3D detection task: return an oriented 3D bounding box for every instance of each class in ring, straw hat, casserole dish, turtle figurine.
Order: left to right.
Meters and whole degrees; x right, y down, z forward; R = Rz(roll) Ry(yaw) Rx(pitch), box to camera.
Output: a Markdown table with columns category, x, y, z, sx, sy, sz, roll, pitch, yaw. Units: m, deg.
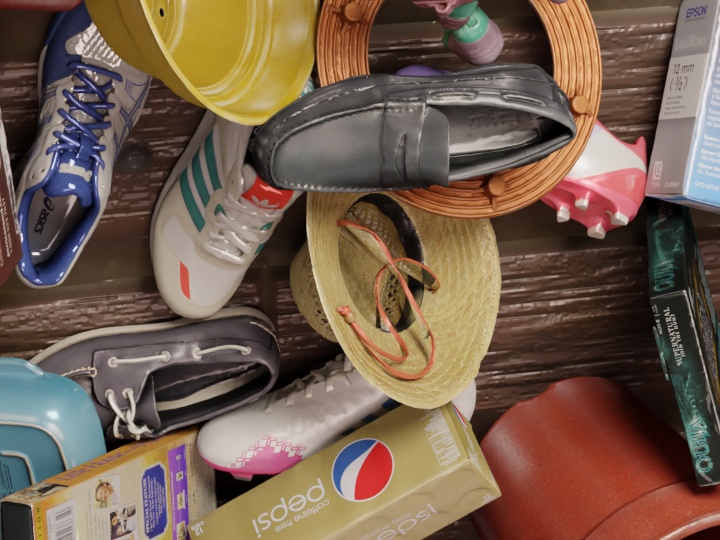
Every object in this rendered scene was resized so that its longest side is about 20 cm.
| category | x | y | z | sx | sy | sz | roll | pitch | yaw |
| --- | --- | --- | --- | --- | --- | --- | --- | --- | --- |
| casserole dish | -0.228 | 0.149 | 1.603 | 0.120 | 0.039 | 0.201 | 1 | 123 | 9 |
| straw hat | 0.000 | 0.000 | 1.580 | 0.085 | 0.202 | 0.201 | -19 | 127 | 41 |
| turtle figurine | 0.049 | -0.197 | 1.415 | 0.149 | 0.101 | 0.200 | -21 | 150 | 21 |
| ring | 0.067 | -0.133 | 1.528 | 0.199 | 0.019 | 0.201 | 2 | 83 | -20 |

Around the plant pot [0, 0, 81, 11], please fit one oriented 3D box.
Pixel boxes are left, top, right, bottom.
| category | x | y | z | sx | sy | sz | roll | pitch | yaw |
| --- | --- | --- | --- | --- | --- | --- | --- | --- | --- |
| plant pot | -0.249 | -0.233 | 1.370 | 0.194 | 0.201 | 0.202 | 5 | 114 | -24 |

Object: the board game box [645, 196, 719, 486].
| category | x | y | z | sx | sy | sz | roll | pitch | yaw |
| --- | --- | --- | --- | --- | --- | --- | --- | --- | --- |
| board game box | 0.218 | 0.038 | 1.591 | 0.028 | 0.200 | 0.136 | -13 | 109 | 12 |

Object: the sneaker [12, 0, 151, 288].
| category | x | y | z | sx | sy | sz | roll | pitch | yaw |
| --- | --- | --- | --- | --- | --- | --- | --- | --- | --- |
| sneaker | -0.173 | -0.081 | 1.510 | 0.075 | 0.088 | 0.201 | 11 | 110 | -17 |

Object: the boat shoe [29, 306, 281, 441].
| category | x | y | z | sx | sy | sz | roll | pitch | yaw |
| --- | --- | --- | --- | --- | --- | --- | --- | --- | --- |
| boat shoe | -0.148 | 0.079 | 1.604 | 0.199 | 0.063 | 0.073 | -16 | 120 | -5 |

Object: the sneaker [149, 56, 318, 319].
| category | x | y | z | sx | sy | sz | roll | pitch | yaw |
| --- | --- | --- | --- | --- | --- | --- | --- | --- | --- |
| sneaker | -0.080 | -0.049 | 1.544 | 0.070 | 0.093 | 0.200 | 18 | 109 | -21 |

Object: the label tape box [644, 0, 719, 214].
| category | x | y | z | sx | sy | sz | roll | pitch | yaw |
| --- | --- | --- | --- | --- | --- | --- | --- | --- | --- |
| label tape box | 0.282 | -0.131 | 1.604 | 0.143 | 0.066 | 0.201 | 12 | 85 | -19 |

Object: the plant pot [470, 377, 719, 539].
| category | x | y | z | sx | sy | sz | roll | pitch | yaw |
| --- | --- | --- | --- | --- | --- | --- | --- | --- | --- |
| plant pot | 0.178 | 0.186 | 1.637 | 0.200 | 0.195 | 0.201 | -15 | 129 | -20 |

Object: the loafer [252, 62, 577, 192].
| category | x | y | z | sx | sy | sz | roll | pitch | yaw |
| --- | --- | --- | --- | --- | --- | --- | --- | --- | --- |
| loafer | 0.035 | -0.082 | 1.454 | 0.200 | 0.070 | 0.068 | -11 | 122 | -16 |

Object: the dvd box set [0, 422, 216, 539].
| category | x | y | z | sx | sy | sz | roll | pitch | yaw |
| --- | --- | --- | --- | --- | --- | --- | --- | --- | --- |
| dvd box set | -0.161 | 0.194 | 1.584 | 0.029 | 0.200 | 0.147 | 5 | 105 | 31 |

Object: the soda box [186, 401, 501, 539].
| category | x | y | z | sx | sy | sz | roll | pitch | yaw |
| --- | --- | --- | --- | --- | --- | --- | --- | --- | --- |
| soda box | -0.011 | 0.161 | 1.614 | 0.199 | 0.064 | 0.068 | -29 | 145 | 9 |

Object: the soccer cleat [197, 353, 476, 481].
| category | x | y | z | sx | sy | sz | roll | pitch | yaw |
| --- | --- | --- | --- | --- | --- | --- | --- | --- | --- |
| soccer cleat | -0.016 | 0.085 | 1.637 | 0.199 | 0.070 | 0.087 | -8 | 125 | -19 |

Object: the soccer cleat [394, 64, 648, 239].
| category | x | y | z | sx | sy | sz | roll | pitch | yaw |
| --- | --- | --- | --- | --- | --- | --- | --- | --- | --- |
| soccer cleat | 0.106 | -0.093 | 1.592 | 0.199 | 0.077 | 0.067 | 27 | 150 | -19 |

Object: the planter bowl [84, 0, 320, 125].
| category | x | y | z | sx | sy | sz | roll | pitch | yaw |
| --- | --- | --- | --- | --- | --- | --- | --- | --- | --- |
| planter bowl | -0.112 | -0.181 | 1.456 | 0.083 | 0.201 | 0.201 | -9 | 123 | 31 |

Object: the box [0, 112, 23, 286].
| category | x | y | z | sx | sy | sz | roll | pitch | yaw |
| --- | --- | --- | --- | --- | --- | --- | --- | --- | --- |
| box | -0.325 | -0.046 | 1.410 | 0.199 | 0.164 | 0.167 | 1 | 117 | 12 |
